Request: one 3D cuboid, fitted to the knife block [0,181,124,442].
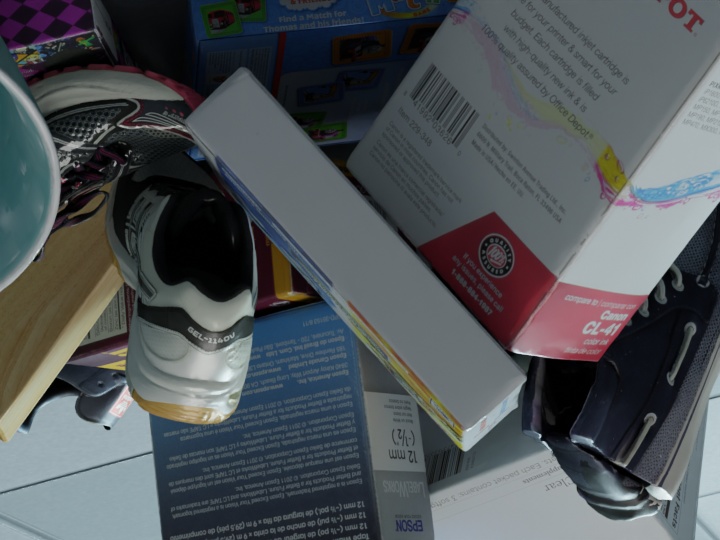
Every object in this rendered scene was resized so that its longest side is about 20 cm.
[{"bbox_3d":[-0.195,0.053,1.320,0.199,0.176,0.064,-10,168,-7],"label":"knife block"}]

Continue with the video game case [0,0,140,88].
[{"bbox_3d":[-0.211,-0.078,1.267,0.199,0.036,0.181,-13,159,6],"label":"video game case"}]

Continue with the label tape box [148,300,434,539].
[{"bbox_3d":[-0.037,0.127,1.339,0.143,0.201,0.066,-14,169,29],"label":"label tape box"}]

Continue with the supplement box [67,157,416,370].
[{"bbox_3d":[-0.076,0.000,1.413,0.200,0.086,0.110,-17,162,41],"label":"supplement box"}]

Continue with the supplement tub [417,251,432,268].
[{"bbox_3d":[0.073,0.025,1.526,0.200,0.132,0.132,-22,156,26],"label":"supplement tub"}]

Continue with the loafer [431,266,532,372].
[{"bbox_3d":[0.069,0.008,1.351,0.063,0.072,0.200,40,176,-12],"label":"loafer"}]

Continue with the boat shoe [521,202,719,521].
[{"bbox_3d":[0.145,0.020,1.238,0.074,0.201,0.093,1,155,37],"label":"boat shoe"}]

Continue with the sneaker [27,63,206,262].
[{"bbox_3d":[-0.163,-0.045,1.224,0.199,0.075,0.081,-19,155,18],"label":"sneaker"}]

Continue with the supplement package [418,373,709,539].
[{"bbox_3d":[0.087,0.112,1.406,0.200,0.156,0.111,-25,119,29],"label":"supplement package"}]

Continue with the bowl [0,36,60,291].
[{"bbox_3d":[-0.239,-0.075,1.122,0.200,0.105,0.201,-4,136,-3],"label":"bowl"}]

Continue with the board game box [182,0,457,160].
[{"bbox_3d":[0.007,-0.112,1.278,0.199,0.037,0.151,-6,160,-9],"label":"board game box"}]

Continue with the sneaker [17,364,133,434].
[{"bbox_3d":[-0.147,0.055,1.567,0.199,0.085,0.075,-17,158,16],"label":"sneaker"}]

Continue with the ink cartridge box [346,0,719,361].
[{"bbox_3d":[0.107,-0.078,1.157,0.085,0.148,0.200,12,121,-49],"label":"ink cartridge box"}]

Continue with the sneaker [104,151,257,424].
[{"bbox_3d":[-0.081,-0.015,1.217,0.075,0.200,0.088,6,126,-18],"label":"sneaker"}]

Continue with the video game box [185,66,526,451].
[{"bbox_3d":[0.000,0.000,1.203,0.047,0.200,0.182,-42,173,-1],"label":"video game box"}]
